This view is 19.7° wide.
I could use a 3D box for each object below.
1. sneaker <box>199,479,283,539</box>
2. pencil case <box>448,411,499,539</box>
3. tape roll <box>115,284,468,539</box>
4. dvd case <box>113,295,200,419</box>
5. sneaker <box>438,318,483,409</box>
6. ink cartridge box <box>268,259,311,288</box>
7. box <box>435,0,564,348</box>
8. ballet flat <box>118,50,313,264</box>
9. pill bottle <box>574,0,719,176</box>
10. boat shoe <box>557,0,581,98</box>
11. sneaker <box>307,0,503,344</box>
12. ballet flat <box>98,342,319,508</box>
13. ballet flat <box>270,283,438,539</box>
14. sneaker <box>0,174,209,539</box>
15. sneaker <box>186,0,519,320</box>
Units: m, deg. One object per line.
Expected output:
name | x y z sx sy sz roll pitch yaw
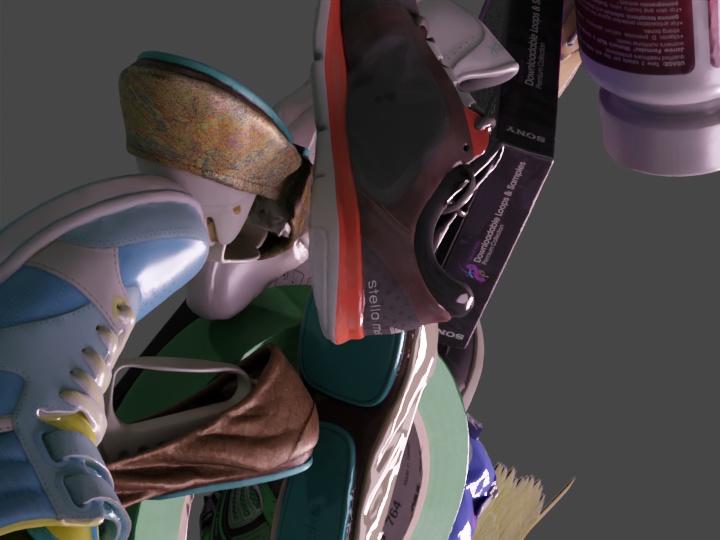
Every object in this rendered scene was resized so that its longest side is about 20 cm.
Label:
sneaker | -0.062 0.135 1.204 0.085 0.078 0.200 -43 -178 0
pencil case | 0.022 0.181 1.217 0.078 0.086 0.201 99 9 -66
tape roll | -0.038 0.109 1.045 0.199 0.048 0.202 -15 117 -31
dvd case | -0.105 0.089 1.106 0.143 0.017 0.200 -53 165 -15
sneaker | 0.017 0.062 1.352 0.074 0.106 0.201 -17 -140 33
ink cartridge box | 0.000 0.000 1.149 0.162 0.050 0.200 -67 162 8
box | 0.072 -0.077 1.109 0.201 0.036 0.143 -79 -173 -46
ballet flat | -0.058 -0.038 0.857 0.071 0.070 0.200 -55 169 0
pill bottle | 0.168 -0.160 1.115 0.110 0.109 0.201 -42 135 -41
boat shoe | 0.136 -0.154 1.235 0.072 0.076 0.201 -47 164 -33
sneaker | 0.021 -0.064 0.891 0.077 0.081 0.202 78 13 -72
ballet flat | -0.112 0.079 0.919 0.199 0.068 0.073 -17 106 -20
ballet flat | 0.002 0.063 0.988 0.069 0.069 0.201 -24 132 -65
sneaker | -0.104 0.052 0.737 0.200 0.130 0.080 -33 154 -33
sneaker | -0.002 -0.047 0.992 0.200 0.088 0.075 -53 167 -10
